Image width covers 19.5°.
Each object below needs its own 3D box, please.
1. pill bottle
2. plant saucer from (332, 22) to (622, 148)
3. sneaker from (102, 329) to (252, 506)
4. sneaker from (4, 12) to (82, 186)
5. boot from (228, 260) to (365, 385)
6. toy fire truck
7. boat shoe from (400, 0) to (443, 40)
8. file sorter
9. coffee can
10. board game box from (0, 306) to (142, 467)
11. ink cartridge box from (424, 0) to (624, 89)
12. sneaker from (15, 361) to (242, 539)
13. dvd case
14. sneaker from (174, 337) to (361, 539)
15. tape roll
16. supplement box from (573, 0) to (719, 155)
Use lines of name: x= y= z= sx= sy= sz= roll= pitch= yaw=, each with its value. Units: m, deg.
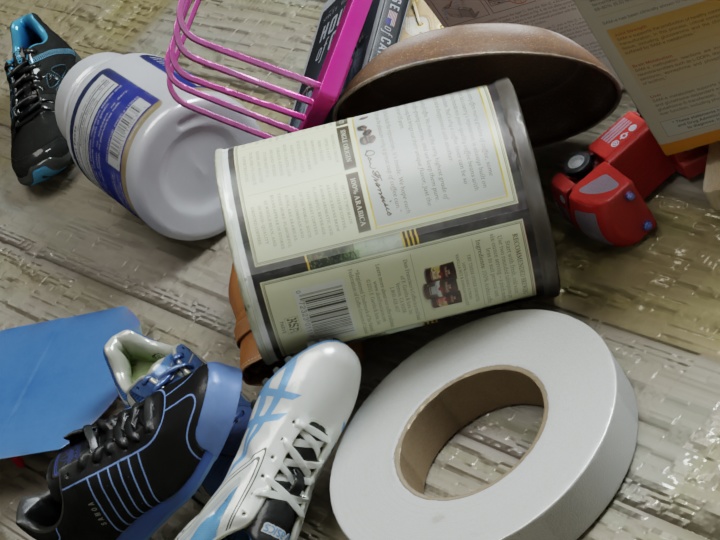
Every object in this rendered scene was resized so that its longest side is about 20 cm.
pill bottle: x=-0.170 y=-0.110 z=1.698 sx=0.120 sy=0.120 sz=0.200 roll=-42 pitch=34 yaw=-10
plant saucer: x=0.078 y=-0.126 z=1.441 sx=0.199 sy=0.200 sz=0.037 roll=-14 pitch=71 yaw=29
sneaker: x=-0.117 y=0.101 z=1.438 sx=0.076 sy=0.077 sz=0.199 roll=-45 pitch=37 yaw=-17
sneaker: x=-0.296 y=-0.153 z=1.893 sx=0.073 sy=0.082 sz=0.201 roll=-25 pitch=37 yaw=12
boot: x=0.000 y=0.000 z=1.476 sx=0.199 sy=0.074 sz=0.155 roll=-20 pitch=45 yaw=21
toy fire truck: x=0.235 y=-0.080 z=1.374 sx=0.200 sy=0.049 sz=0.141 roll=-41 pitch=36 yaw=-5
boat shoe: x=0.058 y=-0.178 z=1.623 sx=0.069 sy=0.074 sz=0.200 roll=-36 pitch=33 yaw=10
file sorter: x=-0.062 y=-0.181 z=1.474 sx=0.200 sy=0.125 sz=0.140 roll=130 pitch=160 yaw=-78
coffee can: x=0.017 y=-0.032 z=1.371 sx=0.198 sy=0.147 sz=0.147 roll=-13 pitch=36 yaw=1
board game box: x=-0.244 y=0.101 z=1.586 sx=0.199 sy=0.039 sz=0.159 roll=-11 pitch=35 yaw=26
ink cartridge box: x=0.149 y=-0.199 z=1.477 sx=0.199 sy=0.176 sz=0.045 roll=-13 pitch=43 yaw=29
sneaker: x=-0.153 y=0.124 z=1.371 sx=0.200 sy=0.078 sz=0.070 roll=-51 pitch=25 yaw=31
dvd case: x=-0.011 y=-0.153 z=1.606 sx=0.150 sy=0.025 sz=0.201 roll=-37 pitch=34 yaw=56
sneaker: x=-0.053 y=0.137 z=1.325 sx=0.072 sy=0.072 sz=0.201 roll=26 pitch=84 yaw=52
tape roll: x=0.075 y=0.111 z=1.295 sx=0.202 sy=0.037 sz=0.204 roll=-23 pitch=37 yaw=18
supplement box: x=0.206 y=-0.177 z=1.292 sx=0.125 sy=0.200 sz=0.074 roll=-14 pitch=42 yaw=27
